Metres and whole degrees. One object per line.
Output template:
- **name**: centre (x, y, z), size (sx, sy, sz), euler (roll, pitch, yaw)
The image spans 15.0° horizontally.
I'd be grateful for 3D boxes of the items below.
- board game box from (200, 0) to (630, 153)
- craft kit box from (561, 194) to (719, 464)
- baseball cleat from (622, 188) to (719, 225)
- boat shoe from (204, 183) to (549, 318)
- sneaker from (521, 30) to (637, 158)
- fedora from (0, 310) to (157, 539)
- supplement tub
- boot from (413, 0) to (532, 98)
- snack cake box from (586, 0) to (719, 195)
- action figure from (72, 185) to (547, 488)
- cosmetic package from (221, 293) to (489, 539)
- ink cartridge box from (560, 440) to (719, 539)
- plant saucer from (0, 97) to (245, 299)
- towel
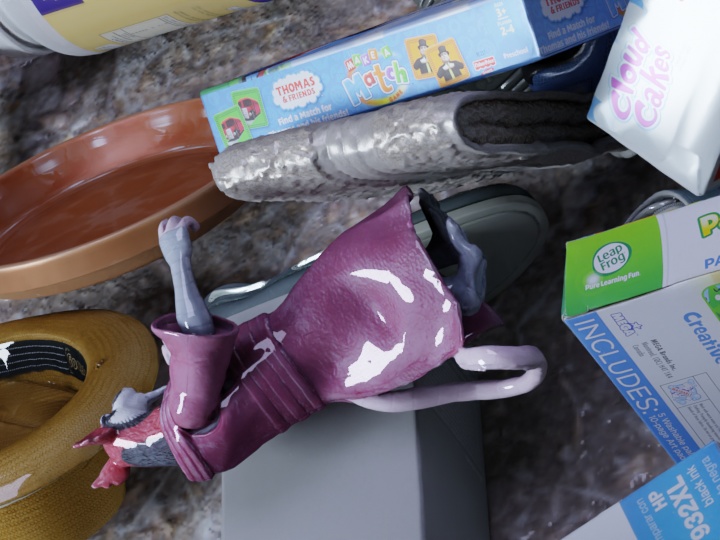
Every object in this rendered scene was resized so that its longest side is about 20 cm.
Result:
- **board game box**: centre (0.047, -0.106, 1.244), size (0.200, 0.037, 0.151), euler (-13, 8, 43)
- **craft kit box**: centre (0.210, 0.034, 1.066), size (0.197, 0.200, 0.049), euler (-15, 46, 26)
- **baseball cleat**: centre (0.193, -0.018, 1.195), size (0.200, 0.106, 0.070), euler (-34, 55, 15)
- **boat shoe**: centre (0.000, 0.000, 1.351), size (0.200, 0.073, 0.062), euler (-29, 46, 21)
- **sneaker**: centre (0.143, -0.153, 1.301), size (0.200, 0.089, 0.079), euler (-60, 9, 19)
- **fedora**: centre (-0.179, 0.097, 1.364), size (0.200, 0.082, 0.201), euler (-19, 24, 9)
- **supplement tub**: centre (-0.131, -0.206, 1.571), size (0.200, 0.145, 0.145), euler (-14, 48, 28)
- **boot**: centre (0.111, -0.165, 1.418), size (0.200, 0.068, 0.131), euler (-22, 36, 16)
- **snack cake box**: centre (0.193, -0.124, 1.201), size (0.067, 0.115, 0.200), euler (36, 37, 21)
- **action figure**: centre (-0.032, 0.047, 1.208), size (0.200, 0.134, 0.149), euler (-35, 70, 0)
- **cosmetic package**: centre (-0.002, 0.103, 1.254), size (0.107, 0.090, 0.200), euler (-21, 42, 17)
- **ink cartridge box**: centre (0.099, 0.181, 1.064), size (0.200, 0.145, 0.084), euler (-34, 42, 8)
- **plant saucer**: centre (-0.133, -0.036, 1.462), size (0.200, 0.032, 0.200), euler (-20, 20, 8)
- **towel**: centre (0.036, -0.055, 1.247), size (0.132, 0.200, 0.035), euler (-12, 87, 31)
